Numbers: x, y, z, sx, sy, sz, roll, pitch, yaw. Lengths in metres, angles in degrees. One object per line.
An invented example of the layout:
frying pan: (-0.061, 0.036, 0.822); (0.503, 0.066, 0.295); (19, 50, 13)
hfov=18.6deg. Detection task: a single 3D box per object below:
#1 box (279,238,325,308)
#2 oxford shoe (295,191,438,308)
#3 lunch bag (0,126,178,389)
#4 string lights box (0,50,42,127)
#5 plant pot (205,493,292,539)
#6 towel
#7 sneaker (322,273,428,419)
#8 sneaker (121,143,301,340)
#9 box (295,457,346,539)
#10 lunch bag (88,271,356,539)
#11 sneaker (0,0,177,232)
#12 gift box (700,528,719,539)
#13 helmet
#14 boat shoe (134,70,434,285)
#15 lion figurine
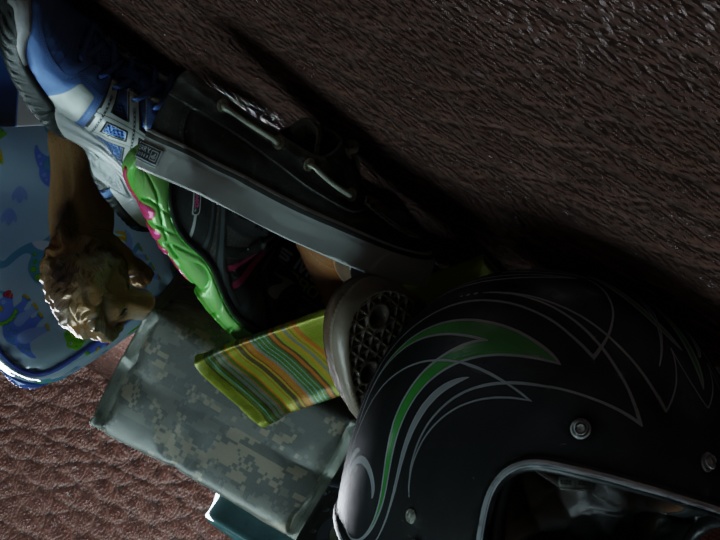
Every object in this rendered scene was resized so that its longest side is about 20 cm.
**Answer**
box: (-0.029, 0.024, 1.622); (0.200, 0.044, 0.160); (35, 171, -12)
oxford shoe: (0.000, 0.000, 1.360); (0.071, 0.071, 0.200); (34, 161, 24)
lunch bag: (-0.236, -0.027, 1.576); (0.200, 0.161, 0.082); (54, 168, 4)
string lights box: (-0.303, -0.124, 1.411); (0.199, 0.059, 0.103); (-6, -164, -35)
plant pot: (-0.039, 0.184, 2.013); (0.200, 0.188, 0.200); (32, 170, 7)
towel: (0.004, 0.045, 1.322); (0.199, 0.018, 0.086); (-20, 145, 22)
sneaker: (0.006, 0.054, 1.245); (0.075, 0.071, 0.200); (32, 166, 31)
sneaker: (-0.070, -0.021, 1.318); (0.077, 0.084, 0.200); (63, -176, 31)
box: (0.042, 0.126, 1.427); (0.086, 0.200, 0.164); (32, 171, 5)
lunch bag: (-0.069, 0.071, 1.496); (0.164, 0.118, 0.200); (29, -162, 1)
sneaker: (-0.144, -0.107, 1.310); (0.077, 0.076, 0.200); (-16, 137, 24)
gift box: (0.141, 0.196, 1.365); (0.184, 0.200, 0.187); (31, 157, 16)
helmet: (0.095, 0.093, 1.135); (0.200, 0.191, 0.200); (31, -165, -9)
boat shoe: (-0.027, -0.047, 1.186); (0.200, 0.064, 0.071); (25, -178, -39)
lion figurine: (-0.174, -0.046, 1.399); (0.122, 0.072, 0.201); (50, -154, -74)
